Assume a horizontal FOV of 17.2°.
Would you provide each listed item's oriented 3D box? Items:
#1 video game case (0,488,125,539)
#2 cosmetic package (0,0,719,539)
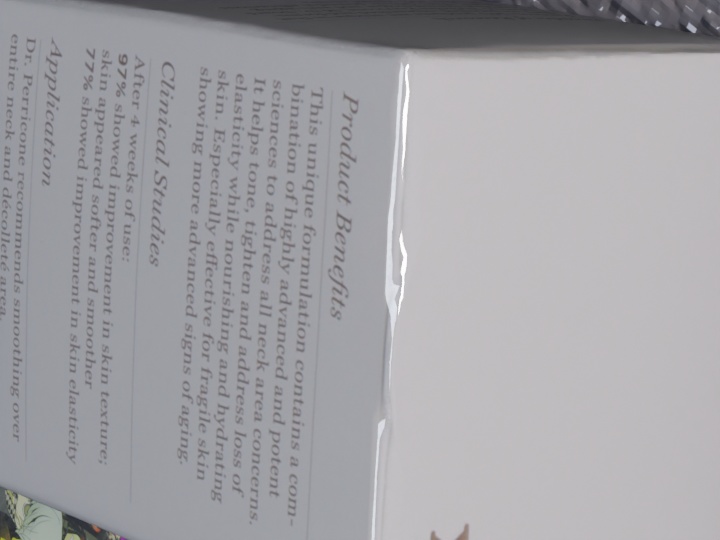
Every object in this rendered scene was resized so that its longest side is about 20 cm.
[{"bbox_3d":[-0.152,0.107,1.027,0.200,0.036,0.182,-44,65,40],"label":"video game case"},{"bbox_3d":[0.000,0.000,0.761,0.199,0.165,0.169,15,105,45],"label":"cosmetic package"}]
